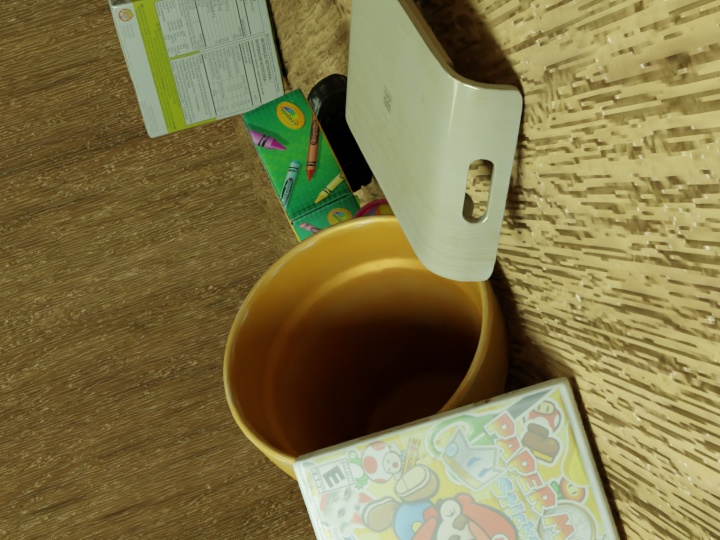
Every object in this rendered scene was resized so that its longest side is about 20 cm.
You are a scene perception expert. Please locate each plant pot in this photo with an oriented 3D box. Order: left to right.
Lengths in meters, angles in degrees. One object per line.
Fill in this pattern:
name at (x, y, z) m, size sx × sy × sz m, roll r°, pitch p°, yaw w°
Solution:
plant pot at (0.028, 0.092, 0.936) m, size 0.183 × 0.200 × 0.201 m, roll 55°, pitch -172°, yaw -49°

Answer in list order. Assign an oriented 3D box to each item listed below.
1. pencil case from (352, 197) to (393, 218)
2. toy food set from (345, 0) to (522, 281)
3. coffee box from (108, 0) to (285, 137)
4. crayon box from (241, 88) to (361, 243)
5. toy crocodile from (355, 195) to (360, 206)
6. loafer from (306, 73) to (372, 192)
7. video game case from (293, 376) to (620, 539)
pencil case at (0.034, 0.025, 1.070) m, size 0.200 × 0.088 × 0.089 m, roll 80°, pitch 169°, yaw -55°
toy food set at (0.044, -0.111, 0.787) m, size 0.144 × 0.060 × 0.200 m, roll 95°, pitch 157°, yaw -44°
coffee box at (-0.228, -0.332, 1.709) m, size 0.200 × 0.197 × 0.201 m, roll -115°, pitch 11°, yaw -50°
crayon box at (-0.033, -0.050, 1.107) m, size 0.200 × 0.058 × 0.119 m, roll 66°, pitch 178°, yaw -60°
toy crocodile at (0.000, 0.000, 1.240) m, size 0.200 × 0.067 × 0.062 m, roll -95°, pitch 3°, yaw -53°
loafer at (-0.027, -0.133, 1.189) m, size 0.071 × 0.068 × 0.201 m, roll 60°, pitch 174°, yaw 18°
video game case at (0.073, 0.187, 0.791) m, size 0.023 × 0.181 × 0.201 m, roll -29°, pitch -80°, yaw -78°
